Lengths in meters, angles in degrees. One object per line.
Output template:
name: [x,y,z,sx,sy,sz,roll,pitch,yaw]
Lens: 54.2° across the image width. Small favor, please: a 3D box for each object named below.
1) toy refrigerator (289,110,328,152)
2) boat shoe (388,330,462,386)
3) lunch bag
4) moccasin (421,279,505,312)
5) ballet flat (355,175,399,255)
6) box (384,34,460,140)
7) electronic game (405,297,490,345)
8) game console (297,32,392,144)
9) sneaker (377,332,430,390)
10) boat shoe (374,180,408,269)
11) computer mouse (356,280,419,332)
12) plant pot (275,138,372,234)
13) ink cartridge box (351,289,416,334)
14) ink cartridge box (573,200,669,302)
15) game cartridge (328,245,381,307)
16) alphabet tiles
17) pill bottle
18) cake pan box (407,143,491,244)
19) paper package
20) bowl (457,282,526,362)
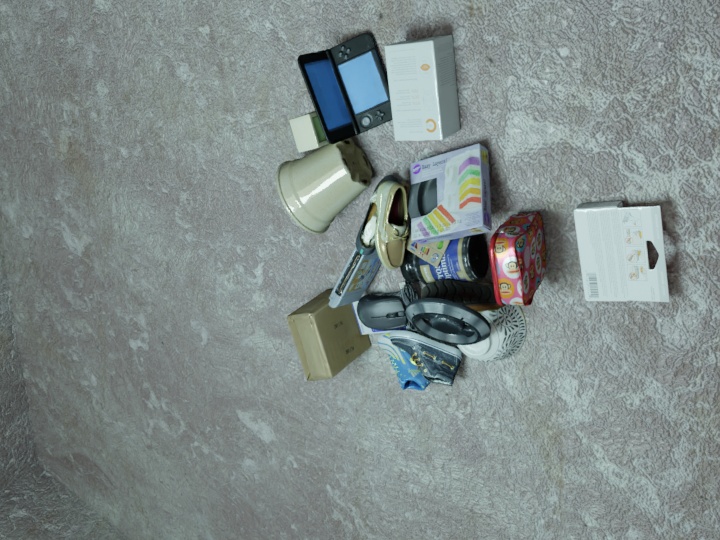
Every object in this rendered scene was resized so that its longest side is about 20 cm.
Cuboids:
toy refrigerator: [-0.072,-0.342,1.640,0.068,0.199,0.078,-7,108,37]
boat shoe: [0.154,0.220,1.774,0.195,0.093,0.071,16,159,14]
lunch bag: [0.339,-0.014,1.489,0.080,0.199,0.181,-2,110,31]
moccasin: [0.235,0.061,1.605,0.194,0.076,0.078,-4,155,-1]
ballet flat: [0.043,-0.133,1.658,0.072,0.073,0.205,21,86,26]
box: [0.136,-0.393,1.528,0.121,0.097,0.206,6,114,34]
electronic game: [0.195,0.114,1.574,0.194,0.043,0.201,16,156,7]
game console: [-0.024,-0.411,1.581,0.171,0.117,0.205,-20,99,8]
sneaker: [0.109,0.242,1.836,0.196,0.105,0.077,27,144,23]
boat shoe: [0.076,-0.100,1.608,0.066,0.072,0.207,15,115,56]
computer mouse: [0.061,0.105,1.801,0.196,0.052,0.142,-7,107,38]
plant pot: [-0.077,-0.223,1.724,0.181,0.200,0.204,-29,93,30]
ink cartridge box: [0.072,0.111,1.855,0.196,0.039,0.102,-8,106,37]
ink cartridge box: [0.534,-0.037,1.432,0.172,0.044,0.206,0,112,37]
game cartridge: [0.000,0.000,1.782,0.041,0.132,0.203,38,114,24]
alphabet tiles: [0.144,-0.126,1.637,0.198,0.007,0.171,33,102,40]
pill bottle: [0.193,-0.024,1.651,0.196,0.111,0.115,-8,107,38]
cake pan box: [0.196,-0.166,1.566,0.196,0.052,0.190,-9,73,39]
paper package: [-0.083,0.167,1.890,0.101,0.199,0.196,-6,108,37]
bowl: [0.285,0.142,1.672,0.196,0.094,0.207,16,119,29]
